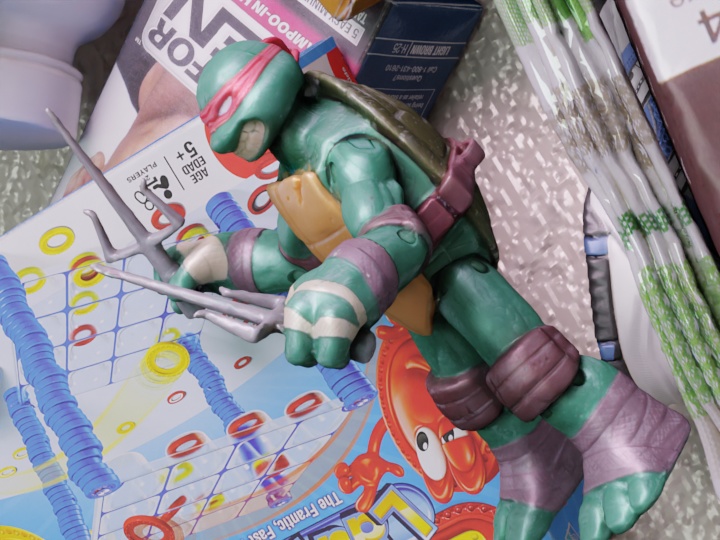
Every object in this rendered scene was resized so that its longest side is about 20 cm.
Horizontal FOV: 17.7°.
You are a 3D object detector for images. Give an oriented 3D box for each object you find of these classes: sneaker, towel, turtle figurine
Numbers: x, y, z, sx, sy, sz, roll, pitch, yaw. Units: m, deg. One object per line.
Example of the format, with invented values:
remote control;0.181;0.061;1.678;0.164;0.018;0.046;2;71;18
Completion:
sneaker;0.109;-0.059;0.741;0.076;0.076;0.202;-7;92;18
towel;0.075;-0.015;0.632;0.031;0.149;0.201;-25;95;7
turtle figurine;0.000;0.000;0.681;0.200;0.150;0.101;42;87;-9

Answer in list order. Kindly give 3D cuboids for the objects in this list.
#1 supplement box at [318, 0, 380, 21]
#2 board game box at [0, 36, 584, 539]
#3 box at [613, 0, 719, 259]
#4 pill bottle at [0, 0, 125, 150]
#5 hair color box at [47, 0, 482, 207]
supplement box;-0.038;-0.183;0.774;0.200;0.069;0.067;53;153;14
board game box;-0.047;0.055;0.804;0.199;0.056;0.197;-29;95;22
box;0.144;-0.103;0.614;0.165;0.164;0.201;-23;80;9
pill bottle;-0.138;-0.151;0.863;0.112;0.112;0.202;0;82;36
hair color box;-0.048;-0.038;0.855;0.100;0.060;0.201;40;115;28
